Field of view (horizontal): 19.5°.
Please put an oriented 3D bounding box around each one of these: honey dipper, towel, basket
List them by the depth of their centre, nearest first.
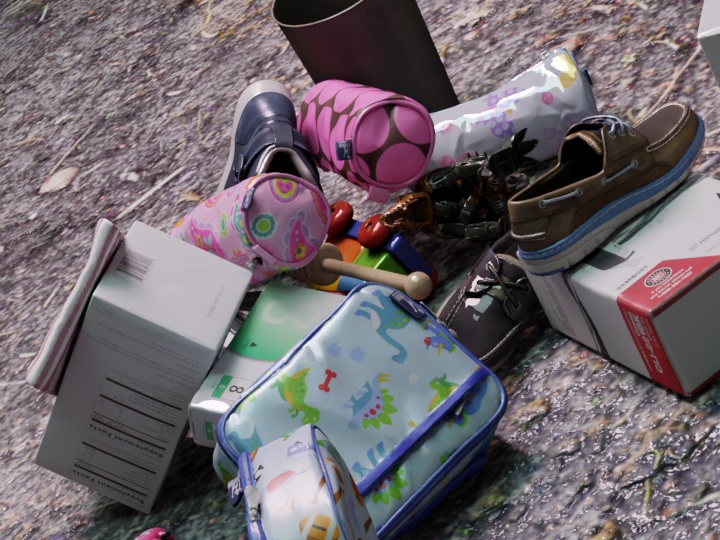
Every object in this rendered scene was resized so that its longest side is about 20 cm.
[{"bbox_3d":[-0.235,0.033,1.735,0.200,0.030,0.147,120,174,-84],"label":"towel"},{"bbox_3d":[0.000,0.000,1.745,0.038,0.038,0.200,-40,25,-23],"label":"honey dipper"},{"bbox_3d":[0.017,-0.199,2.058,0.135,0.201,0.181,-26,25,7],"label":"basket"}]

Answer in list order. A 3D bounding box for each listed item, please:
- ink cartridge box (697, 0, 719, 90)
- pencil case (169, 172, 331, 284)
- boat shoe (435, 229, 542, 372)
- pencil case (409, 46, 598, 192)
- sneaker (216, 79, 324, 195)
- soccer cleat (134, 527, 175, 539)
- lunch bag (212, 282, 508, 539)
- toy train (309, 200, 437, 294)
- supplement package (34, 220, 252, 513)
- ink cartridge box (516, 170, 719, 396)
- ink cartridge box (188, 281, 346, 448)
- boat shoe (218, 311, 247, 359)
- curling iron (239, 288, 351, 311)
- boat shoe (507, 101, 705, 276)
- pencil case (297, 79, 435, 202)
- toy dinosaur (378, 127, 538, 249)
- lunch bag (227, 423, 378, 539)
[{"bbox_3d":[0.368,-0.153,1.623,0.145,0.201,0.147,-16,28,25],"label":"ink cartridge box"},{"bbox_3d":[-0.099,-0.028,1.790,0.087,0.088,0.200,-41,10,-24],"label":"pencil case"},{"bbox_3d":[0.119,0.012,1.707,0.072,0.065,0.200,34,51,13],"label":"boat shoe"},{"bbox_3d":[0.127,-0.131,1.951,0.199,0.091,0.083,-26,26,8],"label":"pencil case"},{"bbox_3d":[-0.085,-0.053,1.937,0.076,0.203,0.146,-5,36,-14],"label":"sneaker"},{"bbox_3d":[-0.183,0.268,1.563,0.086,0.070,0.200,-20,28,17],"label":"soccer cleat"},{"bbox_3d":[0.003,0.119,1.561,0.200,0.161,0.083,-40,-16,-24],"label":"lunch bag"},{"bbox_3d":[-0.028,0.004,1.888,0.116,0.085,0.200,-50,29,-11],"label":"toy train"},{"bbox_3d":[-0.181,0.082,1.734,0.114,0.109,0.201,-67,2,-53],"label":"supplement package"},{"bbox_3d":[0.236,0.000,1.613,0.144,0.084,0.200,-36,25,-14],"label":"ink cartridge box"},{"bbox_3d":[-0.014,0.090,1.659,0.199,0.050,0.161,9,41,21],"label":"ink cartridge box"},{"bbox_3d":[-0.076,0.088,1.784,0.068,0.074,0.199,-19,26,-27],"label":"boat shoe"},{"bbox_3d":[-0.047,0.030,1.787,0.199,0.026,0.050,6,39,32],"label":"curling iron"},{"bbox_3d":[0.192,-0.080,1.622,0.200,0.073,0.072,-42,28,-27],"label":"boat shoe"},{"bbox_3d":[-0.001,-0.120,1.898,0.090,0.094,0.200,4,9,-15],"label":"pencil case"},{"bbox_3d":[0.091,-0.056,1.838,0.135,0.103,0.200,-5,28,41],"label":"toy dinosaur"},{"bbox_3d":[-0.020,0.207,1.362,0.075,0.201,0.160,-23,26,3],"label":"lunch bag"}]
